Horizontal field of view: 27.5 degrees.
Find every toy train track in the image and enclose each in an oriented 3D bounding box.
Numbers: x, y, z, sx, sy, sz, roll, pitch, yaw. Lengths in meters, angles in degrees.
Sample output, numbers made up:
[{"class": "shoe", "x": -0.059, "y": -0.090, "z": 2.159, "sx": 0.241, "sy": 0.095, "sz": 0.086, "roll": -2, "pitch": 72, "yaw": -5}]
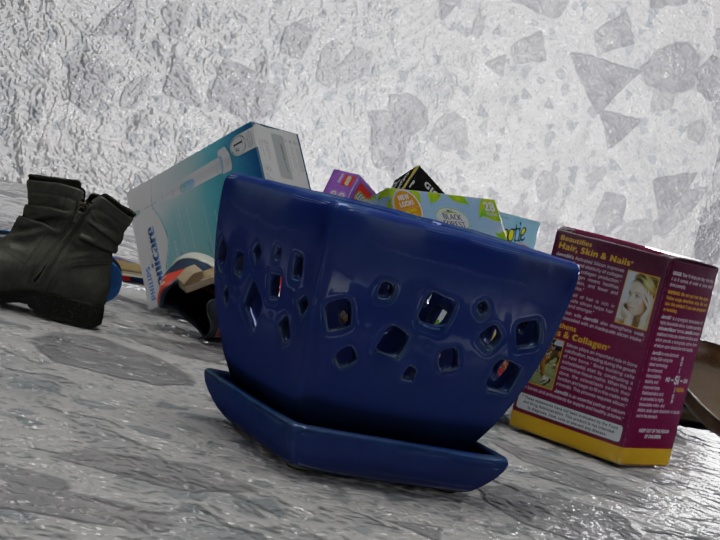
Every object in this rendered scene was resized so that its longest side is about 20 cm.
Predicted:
[{"class": "toy train track", "x": -0.087, "y": -0.028, "z": 1.449, "sx": 0.199, "sy": 0.033, "sz": 0.115, "roll": -21, "pitch": 23, "yaw": -18}]

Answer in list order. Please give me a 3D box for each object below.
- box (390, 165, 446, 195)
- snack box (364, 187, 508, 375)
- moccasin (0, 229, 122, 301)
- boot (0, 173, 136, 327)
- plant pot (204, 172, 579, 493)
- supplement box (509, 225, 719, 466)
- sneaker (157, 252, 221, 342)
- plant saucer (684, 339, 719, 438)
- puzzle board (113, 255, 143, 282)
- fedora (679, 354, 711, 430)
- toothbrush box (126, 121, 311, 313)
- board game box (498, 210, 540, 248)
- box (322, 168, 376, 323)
[{"class": "box", "x": 0.084, "y": 0.012, "z": 1.538, "sx": 0.200, "sy": 0.160, "sz": 0.049, "roll": 47, "pitch": -45, "yaw": -12}, {"class": "snack box", "x": 0.086, "y": 0.026, "z": 1.444, "sx": 0.168, "sy": 0.201, "sz": 0.068, "roll": 2, "pitch": -25, "yaw": -47}, {"class": "moccasin", "x": -0.336, "y": -0.017, "z": 1.467, "sx": 0.199, "sy": 0.081, "sz": 0.068, "roll": 14, "pitch": 15, "yaw": -20}, {"class": "boot", "x": -0.318, "y": -0.031, "z": 1.376, "sx": 0.199, "sy": 0.131, "sz": 0.068, "roll": 14, "pitch": 3, "yaw": -9}, {"class": "plant pot", "x": 0.006, "y": 0.045, "z": 1.038, "sx": 0.199, "sy": 0.180, "sz": 0.200, "roll": 11, "pitch": 4, "yaw": -27}, {"class": "supplement box", "x": 0.241, "y": 0.073, "z": 1.403, "sx": 0.131, "sy": 0.201, "sz": 0.103, "roll": 18, "pitch": 5, "yaw": 39}, {"class": "sneaker", "x": -0.115, "y": 0.052, "z": 1.490, "sx": 0.199, "sy": 0.075, "sz": 0.085, "roll": 21, "pitch": 26, "yaw": 9}, {"class": "plant saucer", "x": 0.443, "y": 0.156, "z": 1.729, "sx": 0.200, "sy": 0.032, "sz": 0.200, "roll": 24, "pitch": 29, "yaw": -14}, {"class": "puzzle board", "x": -0.345, "y": -0.009, "z": 1.895, "sx": 0.150, "sy": 0.017, "sz": 0.200, "roll": 15, "pitch": 3, "yaw": 40}, {"class": "fedora", "x": 0.365, "y": 0.132, "z": 1.837, "sx": 0.200, "sy": 0.092, "sz": 0.201, "roll": 14, "pitch": 3, "yaw": -1}, {"class": "toothbrush box", "x": -0.150, "y": -0.052, "z": 1.613, "sx": 0.200, "sy": 0.147, "sz": 0.085, "roll": -26, "pitch": -21, "yaw": 31}, {"class": "board game box", "x": 0.133, "y": 0.020, "z": 1.832, "sx": 0.103, "sy": 0.201, "sz": 0.105, "roll": 17, "pitch": 4, "yaw": 38}, {"class": "box", "x": 0.000, "y": 0.000, "z": 1.592, "sx": 0.039, "sy": 0.137, "sz": 0.200, "roll": 15, "pitch": -18, "yaw": 36}]
